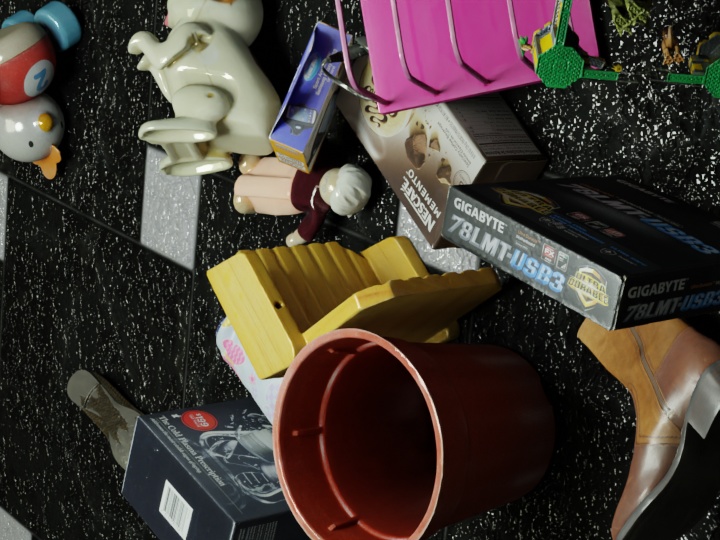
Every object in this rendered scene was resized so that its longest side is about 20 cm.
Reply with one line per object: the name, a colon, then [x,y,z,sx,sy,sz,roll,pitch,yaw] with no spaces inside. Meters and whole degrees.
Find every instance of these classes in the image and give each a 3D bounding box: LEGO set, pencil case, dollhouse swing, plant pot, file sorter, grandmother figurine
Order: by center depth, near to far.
LEGO set: [0.219,-0.219,1.303,0.116,0.198,0.155,-90,-4,-54]
file sorter: [0.086,-0.224,1.417,0.198,0.125,0.140,-10,86,15]
plant pot: [0.059,0.147,1.508,0.200,0.194,0.203,2,93,43]
dollhouse swing: [0.000,0.000,1.573,0.182,0.199,0.176,60,137,27]
grandmother figurine: [-0.059,-0.084,1.754,0.199,0.060,0.122,3,93,53]
pencil case: [-0.072,0.114,1.779,0.200,0.083,0.091,52,133,34]

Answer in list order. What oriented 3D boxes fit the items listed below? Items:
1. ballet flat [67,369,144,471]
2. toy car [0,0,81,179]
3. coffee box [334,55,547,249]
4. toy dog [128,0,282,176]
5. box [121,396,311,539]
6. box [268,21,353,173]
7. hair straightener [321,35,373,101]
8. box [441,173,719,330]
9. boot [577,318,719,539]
ballet flat: [-0.299,0.193,2.121,0.200,0.046,0.068,39,93,36]
toy car: [-0.429,-0.209,2.166,0.176,0.184,0.201,-2,123,51]
coffee box: [0.071,-0.130,1.562,0.201,0.079,0.113,58,136,30]
toy dog: [-0.152,-0.223,1.781,0.192,0.140,0.202,-8,73,14]
box: [-0.120,0.233,1.777,0.200,0.181,0.105,39,124,41]
box: [-0.045,-0.163,1.618,0.200,0.041,0.120,130,163,-88]
hair straightener: [0.061,-0.201,1.500,0.199,0.041,0.077,-17,61,9]
box: [0.199,-0.021,1.317,0.200,0.197,0.050,31,121,46]
boot: [0.221,0.105,1.381,0.200,0.068,0.189,56,134,48]
